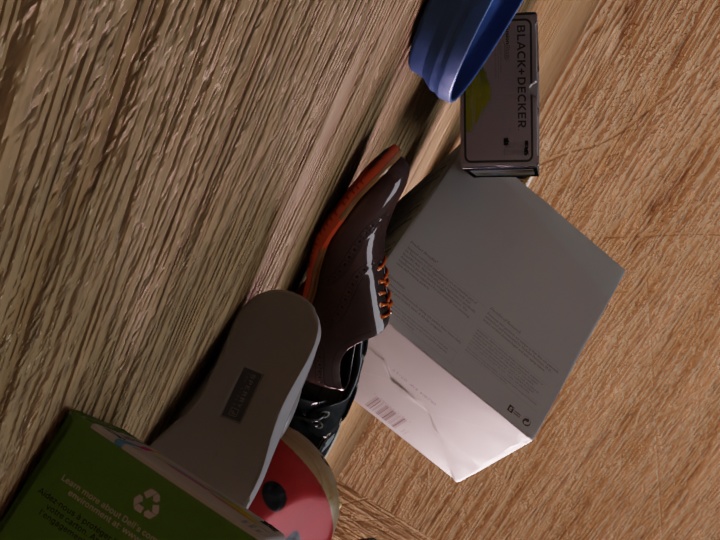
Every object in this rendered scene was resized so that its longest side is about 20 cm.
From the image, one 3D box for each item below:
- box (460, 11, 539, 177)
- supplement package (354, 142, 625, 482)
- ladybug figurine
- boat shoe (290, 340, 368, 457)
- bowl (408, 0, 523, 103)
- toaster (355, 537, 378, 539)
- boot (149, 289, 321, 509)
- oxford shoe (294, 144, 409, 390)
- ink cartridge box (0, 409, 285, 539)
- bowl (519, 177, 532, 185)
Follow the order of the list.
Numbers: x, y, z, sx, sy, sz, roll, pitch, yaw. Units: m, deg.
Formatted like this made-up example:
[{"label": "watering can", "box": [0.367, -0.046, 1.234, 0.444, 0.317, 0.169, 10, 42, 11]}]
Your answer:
[{"label": "box", "box": [0.113, -0.135, 1.282, 0.200, 0.059, 0.118, -20, 110, -84]}, {"label": "supplement package", "box": [0.088, 0.036, 1.419, 0.201, 0.191, 0.147, -55, -172, -32]}, {"label": "ladybug figurine", "box": [-0.083, 0.185, 1.081, 0.200, 0.072, 0.137, -38, 127, -38]}, {"label": "boat shoe", "box": [-0.038, 0.087, 1.270, 0.201, 0.074, 0.066, -60, 173, 5]}, {"label": "bowl", "box": [0.093, -0.206, 1.055, 0.202, 0.039, 0.201, -59, 175, -8]}, {"label": "toaster", "box": [-0.049, 0.287, 1.227, 0.198, 0.120, 0.181, -18, 174, -14]}, {"label": "boot", "box": [-0.081, 0.112, 0.969, 0.201, 0.073, 0.096, -58, 168, -30]}, {"label": "oxford shoe", "box": [0.000, 0.000, 1.137, 0.071, 0.072, 0.201, -51, 170, -53]}, {"label": "ink cartridge box", "box": [-0.057, 0.152, 0.733, 0.076, 0.199, 0.148, -58, 175, -7]}, {"label": "bowl", "box": [0.100, -0.044, 1.750, 0.202, 0.094, 0.201, -59, 174, -9]}]
